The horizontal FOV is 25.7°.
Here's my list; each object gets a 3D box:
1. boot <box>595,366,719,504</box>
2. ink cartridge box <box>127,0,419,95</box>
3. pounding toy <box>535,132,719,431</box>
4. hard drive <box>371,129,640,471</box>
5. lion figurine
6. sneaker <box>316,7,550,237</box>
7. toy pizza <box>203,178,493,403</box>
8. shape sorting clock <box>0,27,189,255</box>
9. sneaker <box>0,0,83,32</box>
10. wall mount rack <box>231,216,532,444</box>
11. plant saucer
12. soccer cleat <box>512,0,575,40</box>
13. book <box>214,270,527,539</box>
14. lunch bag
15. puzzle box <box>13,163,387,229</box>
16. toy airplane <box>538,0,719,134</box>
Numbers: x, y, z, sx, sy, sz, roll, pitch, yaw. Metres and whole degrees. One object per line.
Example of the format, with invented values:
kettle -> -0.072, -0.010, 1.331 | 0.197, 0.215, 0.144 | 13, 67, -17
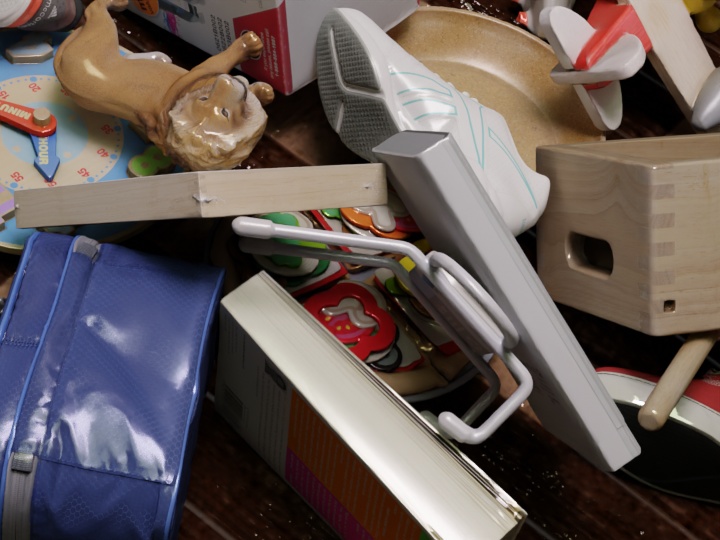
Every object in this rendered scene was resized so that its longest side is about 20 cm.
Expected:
boot -> 0.236, 0.072, 1.000 | 0.200, 0.072, 0.144 | 19, 52, -4
ink cartridge box -> -0.079, -0.246, 1.092 | 0.200, 0.146, 0.145 | 31, 54, 31
pounding toy -> 0.207, -0.004, 0.968 | 0.184, 0.200, 0.143 | -6, 100, -18
hard drive -> 0.079, 0.013, 0.885 | 0.026, 0.132, 0.200 | -33, 100, -5
lion figurine -> -0.136, -0.118, 1.021 | 0.200, 0.073, 0.122 | 14, 39, 28
sneaker -> 0.042, -0.092, 1.018 | 0.080, 0.070, 0.200 | -21, 65, -36
toy pizza -> 0.000, 0.000, 1.009 | 0.200, 0.032, 0.200 | 10, 46, -10
shape sorting clock -> -0.211, -0.092, 1.051 | 0.200, 0.039, 0.200 | 5, 55, -7
sneaker -> -0.269, -0.214, 1.120 | 0.200, 0.082, 0.077 | 40, 102, 35
wall mount rack -> 0.014, 0.019, 0.881 | 0.075, 0.200, 0.174 | -43, 89, -6
plant saucer -> 0.071, -0.107, 1.103 | 0.200, 0.035, 0.200 | 8, 47, -9
soccer cleat -> 0.159, -0.249, 1.208 | 0.077, 0.069, 0.200 | 12, 48, -7
book -> -0.006, 0.109, 0.889 | 0.048, 0.134, 0.200 | -37, 69, -27
lunch bag -> -0.155, 0.073, 0.885 | 0.132, 0.136, 0.200 | 10, 53, -3
puzzle box -> -0.098, -0.043, 0.926 | 0.133, 0.200, 0.025 | -5, 93, -40
toy airplane -> 0.213, -0.190, 1.099 | 0.200, 0.141, 0.200 | 11, 71, -50
